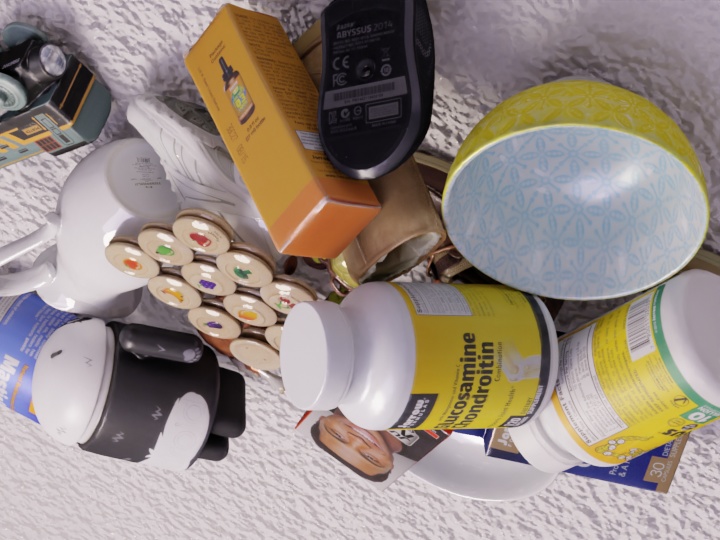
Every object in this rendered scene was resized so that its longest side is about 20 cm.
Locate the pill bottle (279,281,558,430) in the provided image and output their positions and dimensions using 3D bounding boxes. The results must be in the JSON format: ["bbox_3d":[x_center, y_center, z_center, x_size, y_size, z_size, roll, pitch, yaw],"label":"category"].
[{"bbox_3d":[0.044,0.065,1.504,0.198,0.113,0.112,1,150,-28],"label":"pill bottle"}]

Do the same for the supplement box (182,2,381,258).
[{"bbox_3d":[-0.062,-0.107,1.494,0.067,0.068,0.201,-46,59,31],"label":"supplement box"}]

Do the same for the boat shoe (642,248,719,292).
[{"bbox_3d":[0.300,0.052,1.577,0.199,0.063,0.073,35,140,-5],"label":"boat shoe"}]

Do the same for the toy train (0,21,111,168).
[{"bbox_3d":[-0.312,-0.143,1.730,0.199,0.086,0.114,-16,132,41],"label":"toy train"}]

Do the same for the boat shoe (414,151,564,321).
[{"bbox_3d":[0.085,-0.021,1.621,0.199,0.072,0.072,38,139,-7],"label":"boat shoe"}]

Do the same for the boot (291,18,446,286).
[{"bbox_3d":[-0.024,-0.077,1.542,0.175,0.066,0.202,-42,60,48],"label":"boot"}]

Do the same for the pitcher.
[{"bbox_3d":[-0.241,-0.031,1.741,0.200,0.170,0.122,-47,55,52],"label":"pitcher"}]

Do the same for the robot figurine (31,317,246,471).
[{"bbox_3d":[-0.206,0.114,1.829,0.198,0.152,0.125,15,-172,-21],"label":"robot figurine"}]

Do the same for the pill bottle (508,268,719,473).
[{"bbox_3d":[0.210,0.087,1.540,0.113,0.113,0.199,44,132,-17],"label":"pill bottle"}]

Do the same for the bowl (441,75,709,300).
[{"bbox_3d":[0.164,-0.080,1.475,0.198,0.108,0.201,6,142,5],"label":"bowl"}]

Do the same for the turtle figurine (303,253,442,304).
[{"bbox_3d":[0.000,0.000,1.646,0.201,0.064,0.161,56,159,4],"label":"turtle figurine"}]

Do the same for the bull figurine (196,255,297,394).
[{"bbox_3d":[-0.078,0.049,1.780,0.121,0.065,0.199,44,155,-18],"label":"bull figurine"}]

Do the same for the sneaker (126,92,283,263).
[{"bbox_3d":[-0.133,-0.072,1.646,0.200,0.078,0.100,40,112,24],"label":"sneaker"}]

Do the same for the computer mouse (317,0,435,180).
[{"bbox_3d":[0.021,-0.160,1.457,0.137,0.202,0.053,-3,166,28],"label":"computer mouse"}]

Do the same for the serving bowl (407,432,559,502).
[{"bbox_3d":[0.098,0.116,1.761,0.198,0.066,0.201,17,139,15],"label":"serving bowl"}]

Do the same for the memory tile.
[{"bbox_3d":[-0.109,0.020,1.655,0.200,0.017,0.153,37,146,-30],"label":"memory tile"}]

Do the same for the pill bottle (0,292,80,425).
[{"bbox_3d":[-0.307,0.094,1.942,0.199,0.112,0.112,27,140,4],"label":"pill bottle"}]

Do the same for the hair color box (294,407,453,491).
[{"bbox_3d":[0.021,0.116,1.670,0.101,0.061,0.200,35,156,-1],"label":"hair color box"}]

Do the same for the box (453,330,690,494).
[{"bbox_3d":[0.183,0.114,1.659,0.198,0.032,0.122,13,116,-6],"label":"box"}]
